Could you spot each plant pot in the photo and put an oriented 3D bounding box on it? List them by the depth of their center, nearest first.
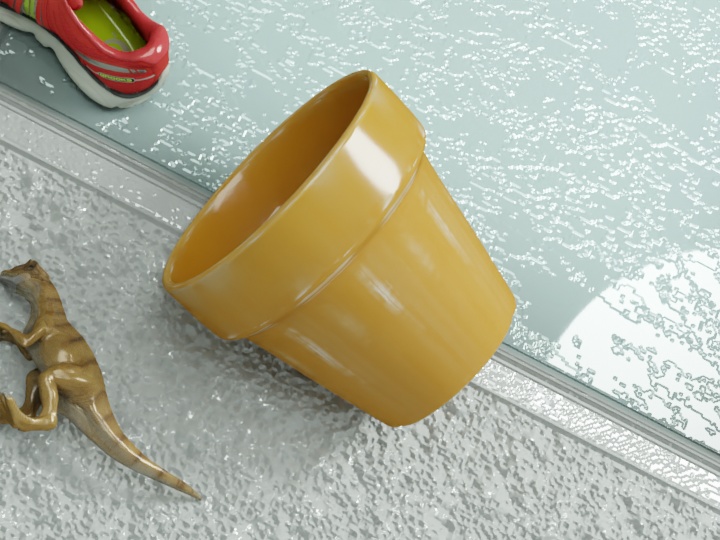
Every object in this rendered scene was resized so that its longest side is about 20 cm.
[{"bbox_3d":[0.000,0.000,1.617,0.183,0.200,0.200,44,59,-15],"label":"plant pot"}]

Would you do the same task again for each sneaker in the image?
[{"bbox_3d":[-0.209,-0.202,1.677,0.200,0.085,0.077,38,60,-1],"label":"sneaker"}]

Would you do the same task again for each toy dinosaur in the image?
[{"bbox_3d":[-0.190,0.079,1.576,0.106,0.060,0.201,-26,78,-29],"label":"toy dinosaur"}]
